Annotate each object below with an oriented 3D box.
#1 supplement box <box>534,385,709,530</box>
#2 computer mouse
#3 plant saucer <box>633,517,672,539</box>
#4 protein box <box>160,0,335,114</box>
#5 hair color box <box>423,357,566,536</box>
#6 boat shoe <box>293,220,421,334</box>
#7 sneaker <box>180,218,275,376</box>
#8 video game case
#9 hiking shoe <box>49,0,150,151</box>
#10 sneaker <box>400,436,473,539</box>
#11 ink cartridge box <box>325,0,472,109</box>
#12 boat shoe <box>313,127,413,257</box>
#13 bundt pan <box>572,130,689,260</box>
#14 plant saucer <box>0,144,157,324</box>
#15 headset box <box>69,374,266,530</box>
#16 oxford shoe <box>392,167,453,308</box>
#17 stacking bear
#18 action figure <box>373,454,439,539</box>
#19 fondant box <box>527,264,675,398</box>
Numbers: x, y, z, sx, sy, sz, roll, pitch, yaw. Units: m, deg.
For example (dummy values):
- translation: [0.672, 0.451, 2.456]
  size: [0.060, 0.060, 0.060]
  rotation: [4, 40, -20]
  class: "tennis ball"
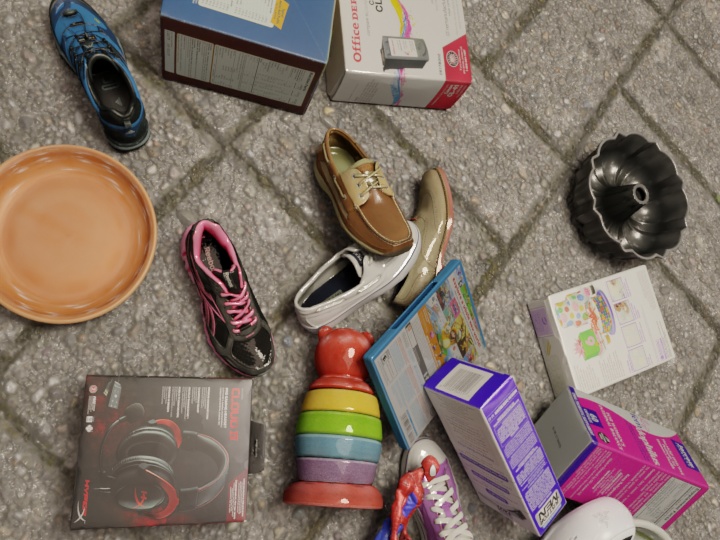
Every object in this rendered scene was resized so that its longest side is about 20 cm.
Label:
- translation: [0.345, 0.257, 0.798]
  size: [0.195, 0.105, 0.102]
  rotation: [24, 27, -15]
  class: "supplement box"
- translation: [0.250, 0.353, 0.730]
  size: [0.199, 0.110, 0.044]
  rotation: [-43, 129, 1]
  class: "computer mouse"
- translation: [0.336, 0.420, 0.790]
  size: [0.193, 0.050, 0.208]
  rotation: [-2, 98, -13]
  class: "plant saucer"
- translation: [-0.138, -0.344, 0.752]
  size: [0.194, 0.135, 0.205]
  rotation: [10, 75, -17]
  class: "protein box"
- translation: [0.166, 0.214, 0.727]
  size: [0.064, 0.108, 0.204]
  rotation: [-34, 111, -24]
  class: "hair color box"
- translation: [0.000, 0.000, 0.743]
  size: [0.199, 0.066, 0.073]
  rotation: [-43, 64, -13]
  class: "boat shoe"
- translation: [-0.154, 0.030, 0.691]
  size: [0.078, 0.095, 0.205]
  rotation: [-25, 89, -24]
  class: "sneaker"
- translation: [0.090, 0.102, 0.748]
  size: [0.200, 0.017, 0.146]
  rotation: [-42, 122, -34]
  class: "video game case"
- translation: [-0.306, -0.248, 0.698]
  size: [0.073, 0.087, 0.204]
  rotation: [-30, 89, -22]
  class: "hiking shoe"
- translation: [0.112, 0.307, 0.718]
  size: [0.070, 0.114, 0.207]
  rotation: [-12, 82, -19]
  class: "sneaker"
- translation: [0.051, -0.323, 0.843]
  size: [0.194, 0.085, 0.153]
  rotation: [-2, 79, -21]
  class: "ink cartridge box"
- translation: [-0.002, -0.103, 0.740]
  size: [0.074, 0.075, 0.201]
  rotation: [-21, 55, -26]
  class: "boat shoe"
- translation: [0.418, -0.110, 0.932]
  size: [0.195, 0.076, 0.209]
  rotation: [4, 78, -18]
  class: "bundt pan"
- translation: [-0.334, -0.041, 0.672]
  size: [0.194, 0.037, 0.207]
  rotation: [4, 78, -18]
  class: "plant saucer"
- translation: [-0.202, 0.195, 0.649]
  size: [0.193, 0.075, 0.154]
  rotation: [6, 76, -18]
  class: "headset box"
- translation: [0.082, -0.048, 0.805]
  size: [0.072, 0.070, 0.207]
  rotation: [8, 75, -12]
  class: "oxford shoe"
- translation: [-0.024, 0.171, 0.702]
  size: [0.117, 0.114, 0.207]
  rotation: [6, 70, -6]
  class: "stacking bear"
- translation: [0.036, 0.310, 0.694]
  size: [0.051, 0.065, 0.204]
  rotation: [27, 83, 24]
  class: "action figure"
- translation: [0.361, 0.090, 0.881]
  size: [0.194, 0.058, 0.149]
  rotation: [-14, 84, -22]
  class: "fondant box"
